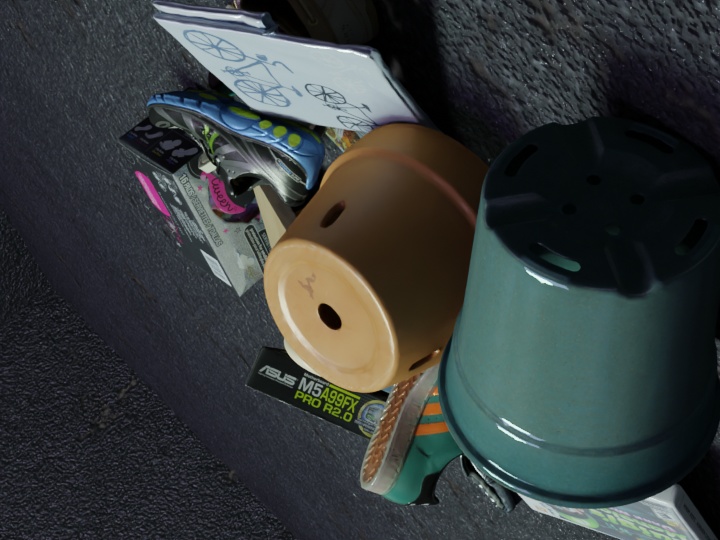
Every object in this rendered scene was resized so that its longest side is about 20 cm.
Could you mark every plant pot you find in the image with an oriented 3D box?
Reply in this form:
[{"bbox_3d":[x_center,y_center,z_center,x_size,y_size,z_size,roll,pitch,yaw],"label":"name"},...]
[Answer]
[{"bbox_3d":[0.019,0.004,1.019,0.200,0.140,0.200,29,138,29],"label":"plant pot"},{"bbox_3d":[0.151,0.019,0.843,0.200,0.200,0.196,40,151,31],"label":"plant pot"}]

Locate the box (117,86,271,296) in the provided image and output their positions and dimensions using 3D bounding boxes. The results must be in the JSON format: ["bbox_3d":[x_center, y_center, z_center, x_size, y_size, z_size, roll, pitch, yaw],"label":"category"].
[{"bbox_3d":[-0.169,-0.093,1.507,0.132,0.115,0.200,31,156,43],"label":"box"}]

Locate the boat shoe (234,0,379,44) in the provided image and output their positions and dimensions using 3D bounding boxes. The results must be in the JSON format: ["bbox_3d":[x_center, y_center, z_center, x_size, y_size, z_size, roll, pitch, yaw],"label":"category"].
[{"bbox_3d":[-0.073,-0.236,1.050,0.200,0.069,0.074,39,159,31],"label":"boat shoe"}]

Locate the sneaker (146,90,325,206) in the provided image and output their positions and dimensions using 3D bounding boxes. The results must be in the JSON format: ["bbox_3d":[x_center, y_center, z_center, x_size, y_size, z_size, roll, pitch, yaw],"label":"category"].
[{"bbox_3d":[-0.122,-0.113,1.168,0.199,0.071,0.083,25,112,29],"label":"sneaker"}]

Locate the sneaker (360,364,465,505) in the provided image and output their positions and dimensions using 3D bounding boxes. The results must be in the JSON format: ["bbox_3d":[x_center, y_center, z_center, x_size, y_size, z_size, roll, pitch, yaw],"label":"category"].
[{"bbox_3d":[0.074,0.120,1.171,0.080,0.200,0.071,23,-175,-17],"label":"sneaker"}]

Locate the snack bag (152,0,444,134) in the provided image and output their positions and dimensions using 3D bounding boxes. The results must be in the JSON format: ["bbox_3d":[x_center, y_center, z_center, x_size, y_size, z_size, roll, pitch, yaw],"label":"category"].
[{"bbox_3d":[-0.041,-0.154,1.020,0.200,0.021,0.189,14,168,26],"label":"snack bag"}]

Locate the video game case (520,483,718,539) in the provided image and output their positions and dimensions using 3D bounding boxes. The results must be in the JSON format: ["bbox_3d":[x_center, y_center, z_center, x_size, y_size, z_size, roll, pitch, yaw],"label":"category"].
[{"bbox_3d":[0.213,0.204,1.151,0.200,0.023,0.182,13,159,35],"label":"video game case"}]

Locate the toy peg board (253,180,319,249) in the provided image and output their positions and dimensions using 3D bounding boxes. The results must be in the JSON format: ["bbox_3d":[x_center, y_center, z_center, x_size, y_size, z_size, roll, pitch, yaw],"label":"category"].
[{"bbox_3d":[-0.024,-0.008,1.397,0.199,0.098,0.200,58,169,32],"label":"toy peg board"}]

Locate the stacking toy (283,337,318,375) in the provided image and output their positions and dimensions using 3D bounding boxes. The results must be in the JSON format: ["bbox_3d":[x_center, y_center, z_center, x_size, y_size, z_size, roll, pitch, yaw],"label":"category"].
[{"bbox_3d":[0.000,0.000,1.206,0.085,0.200,0.085,21,-161,-8],"label":"stacking toy"}]

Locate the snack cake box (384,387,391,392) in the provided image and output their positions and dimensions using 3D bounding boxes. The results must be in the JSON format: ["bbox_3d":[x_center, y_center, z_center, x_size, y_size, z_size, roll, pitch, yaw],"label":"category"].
[{"bbox_3d":[0.023,0.123,1.550,0.200,0.067,0.115,45,163,15],"label":"snack cake box"}]

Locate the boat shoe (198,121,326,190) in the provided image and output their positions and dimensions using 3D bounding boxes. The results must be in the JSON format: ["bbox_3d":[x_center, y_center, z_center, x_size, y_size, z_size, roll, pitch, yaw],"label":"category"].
[{"bbox_3d":[-0.084,-0.120,1.256,0.068,0.072,0.200,39,155,-23],"label":"boat shoe"}]

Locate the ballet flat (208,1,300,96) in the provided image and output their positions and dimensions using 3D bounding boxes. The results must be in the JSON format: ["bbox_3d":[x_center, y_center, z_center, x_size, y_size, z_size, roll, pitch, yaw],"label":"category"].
[{"bbox_3d":[-0.099,-0.204,1.146,0.200,0.069,0.071,-3,105,69],"label":"ballet flat"}]

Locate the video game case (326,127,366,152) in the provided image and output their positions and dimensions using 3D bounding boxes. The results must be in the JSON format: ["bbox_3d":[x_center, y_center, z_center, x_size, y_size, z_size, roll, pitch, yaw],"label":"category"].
[{"bbox_3d":[-0.038,-0.177,1.170,0.200,0.018,0.143,47,162,12],"label":"video game case"}]

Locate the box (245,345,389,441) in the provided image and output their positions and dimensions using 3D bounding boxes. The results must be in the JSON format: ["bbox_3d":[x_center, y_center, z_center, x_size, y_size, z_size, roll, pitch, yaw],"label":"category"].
[{"bbox_3d":[-0.005,0.135,1.294,0.200,0.044,0.160,23,179,8],"label":"box"}]

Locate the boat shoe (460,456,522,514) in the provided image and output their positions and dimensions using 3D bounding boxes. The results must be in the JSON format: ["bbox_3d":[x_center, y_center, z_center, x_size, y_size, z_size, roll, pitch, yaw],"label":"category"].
[{"bbox_3d":[0.127,0.150,1.305,0.200,0.091,0.071,55,162,-13],"label":"boat shoe"}]
